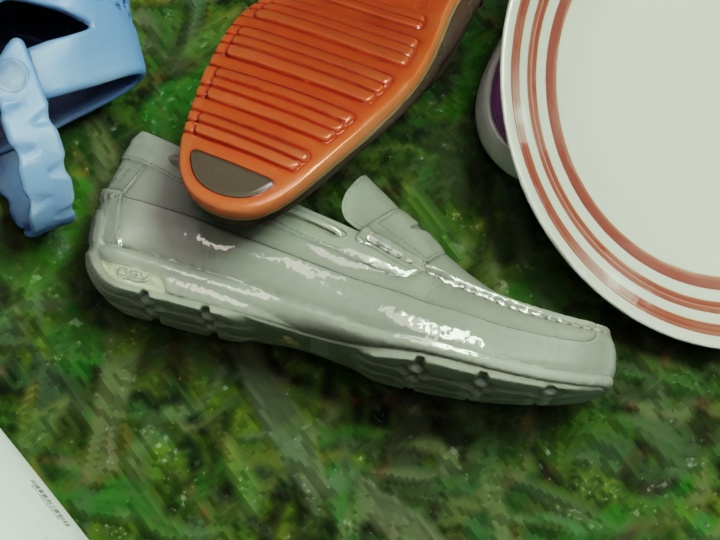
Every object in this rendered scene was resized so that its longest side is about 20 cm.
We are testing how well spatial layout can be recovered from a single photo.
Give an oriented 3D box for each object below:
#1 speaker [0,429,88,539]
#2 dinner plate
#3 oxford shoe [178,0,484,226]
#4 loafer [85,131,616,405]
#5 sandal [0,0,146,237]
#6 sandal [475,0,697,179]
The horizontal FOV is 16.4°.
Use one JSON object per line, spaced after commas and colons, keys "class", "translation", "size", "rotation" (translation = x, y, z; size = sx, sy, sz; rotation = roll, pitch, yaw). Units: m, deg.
{"class": "speaker", "translation": [-0.183, 0.045, 0.861], "size": [0.081, 0.081, 0.200], "rotation": [-37, 79, -19]}
{"class": "dinner plate", "translation": [0.142, -0.070, 0.959], "size": [0.198, 0.024, 0.202], "rotation": [1, 87, -21]}
{"class": "oxford shoe", "translation": [0.001, -0.073, 0.916], "size": [0.071, 0.073, 0.200], "rotation": [24, 52, 20]}
{"class": "loafer", "translation": [0.000, 0.000, 0.911], "size": [0.198, 0.070, 0.070], "rotation": [16, 77, -2]}
{"class": "sandal", "translation": [-0.116, -0.091, 0.929], "size": [0.087, 0.080, 0.201], "rotation": [27, 77, -2]}
{"class": "sandal", "translation": [0.103, -0.126, 0.983], "size": [0.082, 0.050, 0.204], "rotation": [17, 68, -2]}
